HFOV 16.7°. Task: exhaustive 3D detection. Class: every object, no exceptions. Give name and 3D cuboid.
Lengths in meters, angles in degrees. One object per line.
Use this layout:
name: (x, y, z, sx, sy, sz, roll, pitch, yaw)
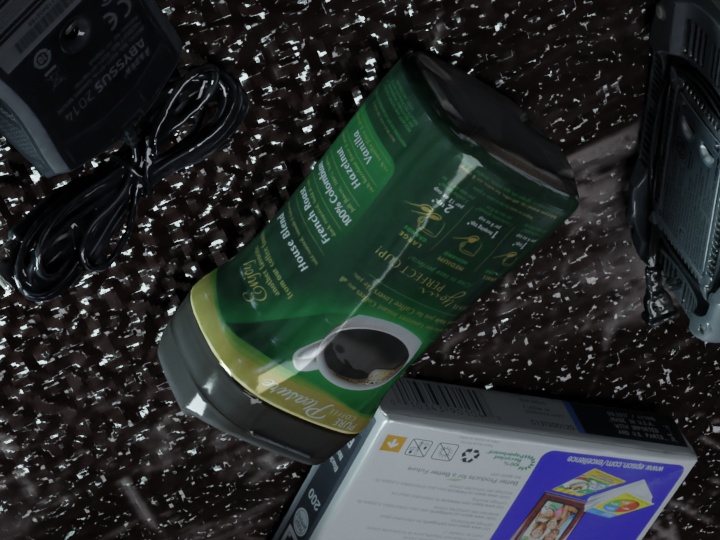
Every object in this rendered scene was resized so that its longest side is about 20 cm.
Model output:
toaster: (0.207, -0.052, 1.162, 0.129, 0.114, 0.200, -12, 132, -16)
computer mouse: (-0.131, -0.091, 1.014, 0.138, 0.053, 0.200, -44, 143, -18)
ink cartridge box: (0.052, 0.149, 1.328, 0.198, 0.043, 0.200, 9, 126, -29)
coffee jar: (0.000, 0.000, 1.138, 0.104, 0.085, 0.200, 26, 116, -41)
